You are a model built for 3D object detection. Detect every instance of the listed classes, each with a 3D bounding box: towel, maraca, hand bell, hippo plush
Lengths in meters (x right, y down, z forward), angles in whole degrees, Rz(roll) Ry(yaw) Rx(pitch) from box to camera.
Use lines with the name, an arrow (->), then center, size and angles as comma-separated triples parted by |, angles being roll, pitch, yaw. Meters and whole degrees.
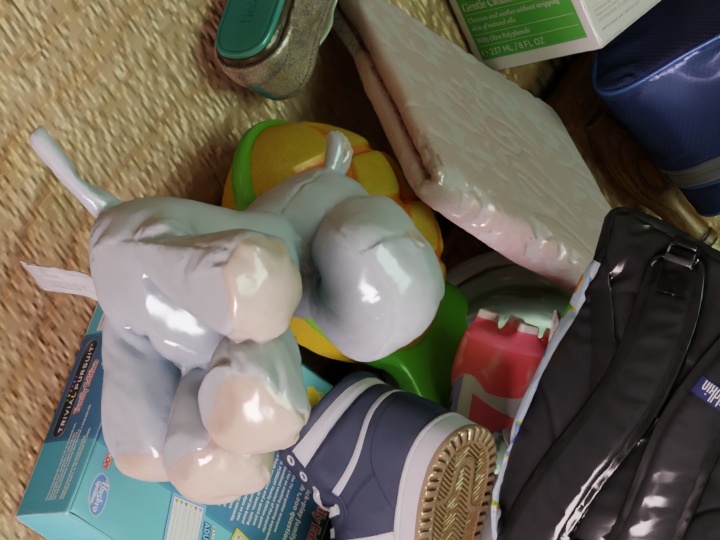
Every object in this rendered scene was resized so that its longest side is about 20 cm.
towel -> 0.074, -0.066, 1.687 | 0.200, 0.032, 0.191 | 28, 25, -39
maraca -> 0.000, 0.000, 1.615 | 0.200, 0.107, 0.137 | 46, 35, -20
hand bell -> 0.212, -0.023, 1.870 | 0.200, 0.104, 0.104 | 47, 53, -13
hippo plush -> -0.051, 0.021, 1.482 | 0.160, 0.200, 0.160 | -14, 121, -39

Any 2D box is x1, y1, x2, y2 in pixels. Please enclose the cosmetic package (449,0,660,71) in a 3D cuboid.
cosmetic package -> 0.091, -0.231, 1.749 | 0.085, 0.107, 0.201 | -39, 109, -38

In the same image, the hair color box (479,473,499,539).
hair color box -> 0.109, 0.209, 1.612 | 0.099, 0.061, 0.201 | -12, 72, -27

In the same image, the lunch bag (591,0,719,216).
lunch bag -> 0.233, -0.138, 1.833 | 0.132, 0.135, 0.200 | 50, 28, -27

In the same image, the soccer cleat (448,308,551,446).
soccer cleat -> 0.118, 0.075, 1.653 | 0.200, 0.067, 0.077 | 18, 94, -50

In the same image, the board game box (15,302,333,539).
board game box -> -0.076, 0.111, 1.572 | 0.200, 0.047, 0.152 | 38, 59, -34

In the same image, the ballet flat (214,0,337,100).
ballet flat -> -0.029, -0.185, 1.662 | 0.067, 0.068, 0.201 | 43, 62, -47

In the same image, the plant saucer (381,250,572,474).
plant saucer -> 0.094, 0.089, 1.720 | 0.199, 0.050, 0.201 | 5, 78, -24

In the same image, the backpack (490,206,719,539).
backpack -> 0.155, 0.094, 1.536 | 0.201, 0.163, 0.154 | -61, 169, -6

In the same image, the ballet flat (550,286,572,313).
ballet flat -> 0.144, 0.052, 1.801 | 0.201, 0.068, 0.063 | 64, 20, -19

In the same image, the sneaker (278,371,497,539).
sneaker -> 0.001, 0.152, 1.571 | 0.070, 0.108, 0.201 | -6, 118, -47
